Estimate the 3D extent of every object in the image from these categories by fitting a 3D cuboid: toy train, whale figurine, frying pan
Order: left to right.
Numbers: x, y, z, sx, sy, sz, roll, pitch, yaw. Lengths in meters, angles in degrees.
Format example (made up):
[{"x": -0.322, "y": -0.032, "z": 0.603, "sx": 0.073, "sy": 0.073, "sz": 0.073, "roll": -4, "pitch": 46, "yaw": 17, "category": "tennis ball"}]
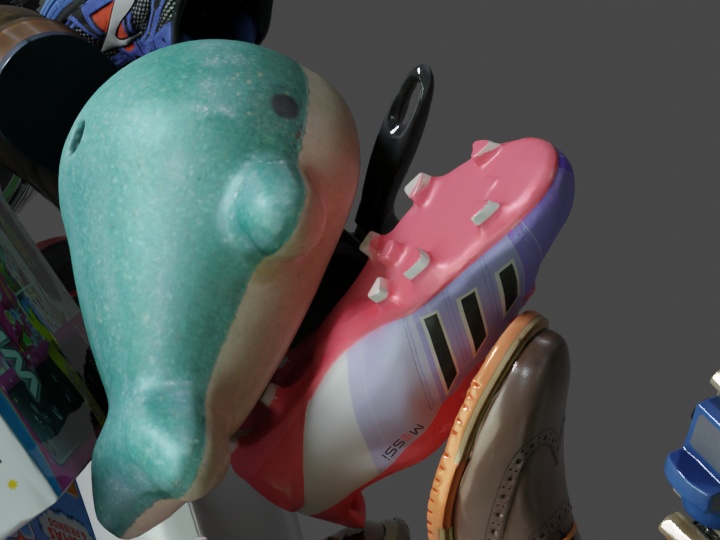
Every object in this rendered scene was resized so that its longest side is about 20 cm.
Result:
[{"x": -0.075, "y": -0.001, "z": 0.842, "sx": 0.159, "sy": 0.104, "sz": 0.200, "roll": -34, "pitch": 36, "yaw": 53, "category": "whale figurine"}, {"x": -0.012, "y": -0.003, "z": 0.908, "sx": 0.115, "sy": 0.031, "sz": 0.190, "roll": 20, "pitch": 110, "yaw": 43, "category": "frying pan"}, {"x": 0.111, "y": 0.110, "z": 0.752, "sx": 0.034, "sy": 0.046, "sz": 0.200, "roll": 47, "pitch": 139, "yaw": 37, "category": "toy train"}]

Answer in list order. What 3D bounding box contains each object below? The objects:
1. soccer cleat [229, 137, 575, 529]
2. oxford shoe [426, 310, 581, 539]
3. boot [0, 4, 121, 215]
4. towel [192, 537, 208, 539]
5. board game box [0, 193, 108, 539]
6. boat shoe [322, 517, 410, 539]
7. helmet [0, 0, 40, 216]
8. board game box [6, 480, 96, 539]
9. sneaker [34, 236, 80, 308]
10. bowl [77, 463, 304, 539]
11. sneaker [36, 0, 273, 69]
[{"x": 0.024, "y": 0.026, "z": 0.832, "sx": 0.200, "sy": 0.076, "sz": 0.067, "roll": -46, "pitch": 23, "yaw": 31, "category": "soccer cleat"}, {"x": 0.068, "y": 0.111, "z": 0.822, "sx": 0.073, "sy": 0.071, "sz": 0.200, "roll": 16, "pitch": 118, "yaw": 24, "category": "oxford shoe"}, {"x": -0.120, "y": -0.057, "z": 0.961, "sx": 0.097, "sy": 0.075, "sz": 0.200, "roll": 38, "pitch": 168, "yaw": 41, "category": "boot"}, {"x": -0.123, "y": 0.134, "z": 0.847, "sx": 0.200, "sy": 0.146, "sz": 0.030, "roll": 89, "pitch": 168, "yaw": -76, "category": "towel"}, {"x": -0.166, "y": 0.028, "z": 0.870, "sx": 0.148, "sy": 0.064, "sz": 0.200, "roll": 56, "pitch": -172, "yaw": -5, "category": "board game box"}, {"x": -0.014, "y": 0.138, "z": 0.873, "sx": 0.200, "sy": 0.067, "sz": 0.072, "roll": -88, "pitch": 3, "yaw": -88, "category": "boat shoe"}, {"x": -0.237, "y": -0.092, "z": 1.081, "sx": 0.200, "sy": 0.200, "sz": 0.191, "roll": -3, "pitch": 113, "yaw": 58, "category": "helmet"}, {"x": -0.187, "y": 0.062, "z": 0.972, "sx": 0.037, "sy": 0.151, "sz": 0.200, "roll": -33, "pitch": 59, "yaw": 13, "category": "board game box"}, {"x": -0.193, "y": 0.032, "z": 1.175, "sx": 0.087, "sy": 0.074, "sz": 0.200, "roll": 60, "pitch": 146, "yaw": 24, "category": "sneaker"}, {"x": -0.094, "y": 0.119, "z": 1.056, "sx": 0.200, "sy": 0.075, "sz": 0.200, "roll": -22, "pitch": 84, "yaw": 59, "category": "bowl"}, {"x": -0.083, "y": -0.111, "z": 0.940, "sx": 0.079, "sy": 0.075, "sz": 0.200, "roll": 62, "pitch": 148, "yaw": 14, "category": "sneaker"}]
